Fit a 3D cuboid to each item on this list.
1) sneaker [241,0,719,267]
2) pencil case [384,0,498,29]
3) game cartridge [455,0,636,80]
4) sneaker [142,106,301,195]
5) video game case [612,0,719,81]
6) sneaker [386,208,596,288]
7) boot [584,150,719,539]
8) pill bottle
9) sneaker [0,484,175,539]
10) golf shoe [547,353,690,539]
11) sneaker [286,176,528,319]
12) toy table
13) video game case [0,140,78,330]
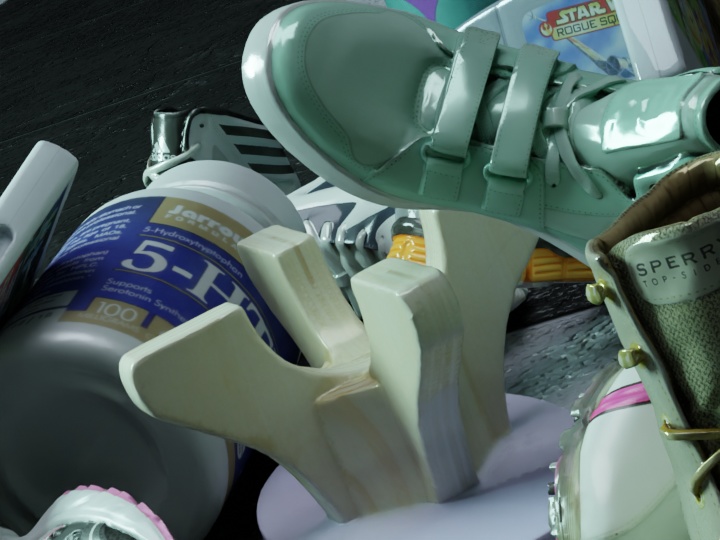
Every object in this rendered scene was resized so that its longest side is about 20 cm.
[{"bbox_3d":[0.066,-0.059,0.818,0.118,0.200,0.074,-36,37,61],"label":"sneaker"},{"bbox_3d":[0.068,-0.128,1.249,0.092,0.201,0.085,-26,16,-3],"label":"pencil case"},{"bbox_3d":[0.136,-0.086,1.147,0.199,0.134,0.042,-11,12,35],"label":"game cartridge"},{"bbox_3d":[-0.114,-0.022,1.300,0.075,0.116,0.200,-3,25,48],"label":"sneaker"},{"bbox_3d":[0.129,-0.115,0.981,0.022,0.182,0.201,-22,58,16],"label":"video game case"},{"bbox_3d":[0.098,-0.031,1.048,0.199,0.078,0.078,-1,-2,-38],"label":"sneaker"},{"bbox_3d":[0.111,0.059,0.668,0.072,0.155,0.200,-17,17,17],"label":"boot"},{"bbox_3d":[-0.090,0.033,1.056,0.119,0.120,0.200,-15,23,22],"label":"pill bottle"},{"bbox_3d":[-0.128,0.141,0.900,0.200,0.080,0.086,-15,27,51],"label":"sneaker"},{"bbox_3d":[0.141,0.048,0.818,0.092,0.073,0.200,-3,24,45],"label":"golf shoe"},{"bbox_3d":[0.000,0.000,1.165,0.129,0.080,0.199,-33,27,4],"label":"sneaker"},{"bbox_3d":[0.011,0.045,0.919,0.183,0.118,0.200,-31,17,-28],"label":"toy table"},{"bbox_3d":[-0.187,0.063,0.999,0.183,0.023,0.200,-61,1,-36],"label":"video game case"}]
